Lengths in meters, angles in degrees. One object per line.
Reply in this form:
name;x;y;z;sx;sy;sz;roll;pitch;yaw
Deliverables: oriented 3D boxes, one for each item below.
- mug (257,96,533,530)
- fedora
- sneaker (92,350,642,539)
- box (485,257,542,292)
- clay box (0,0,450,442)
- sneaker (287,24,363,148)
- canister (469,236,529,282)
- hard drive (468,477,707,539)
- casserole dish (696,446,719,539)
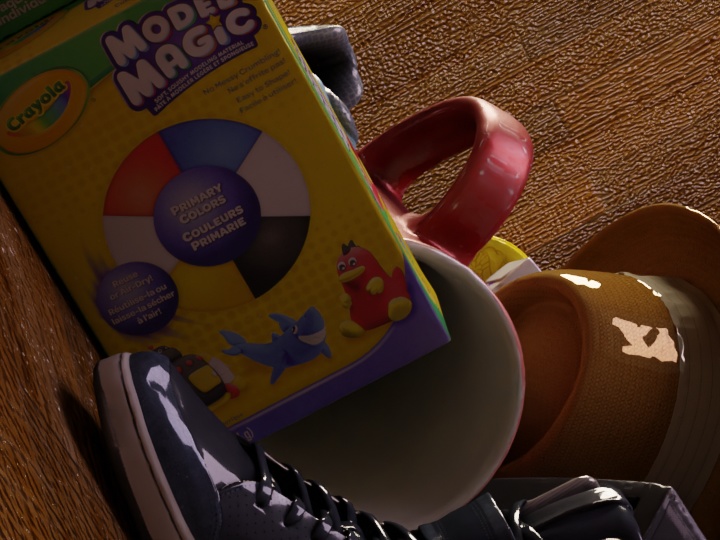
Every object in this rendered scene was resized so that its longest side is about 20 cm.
mug;0.003;0.011;1.256;0.134;0.177;0.200;63;-2;-20
fedora;0.089;0.060;1.261;0.082;0.201;0.201;14;33;-31
sneaker;0.010;0.085;0.975;0.202;0.146;0.077;59;6;-23
box;0.124;0.082;1.384;0.200;0.039;0.041;50;-12;-4
clay box;-0.063;-0.035;1.051;0.200;0.115;0.048;60;5;-25
sneaker;-0.052;-0.051;1.167;0.200;0.095;0.079;-66;139;-56
canister;0.021;0.034;1.504;0.200;0.148;0.087;35;45;-87
hard drive;0.079;0.148;1.224;0.200;0.042;0.135;-7;-57;50
casserole dish;0.173;0.131;1.279;0.121;0.039;0.200;25;66;-71
